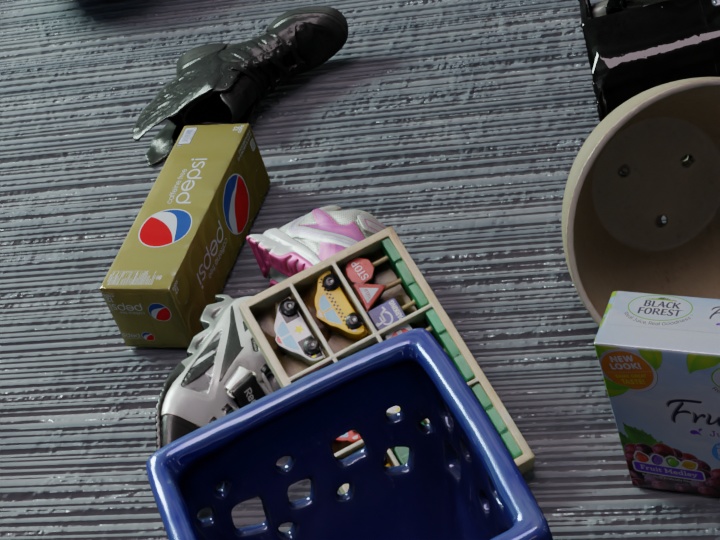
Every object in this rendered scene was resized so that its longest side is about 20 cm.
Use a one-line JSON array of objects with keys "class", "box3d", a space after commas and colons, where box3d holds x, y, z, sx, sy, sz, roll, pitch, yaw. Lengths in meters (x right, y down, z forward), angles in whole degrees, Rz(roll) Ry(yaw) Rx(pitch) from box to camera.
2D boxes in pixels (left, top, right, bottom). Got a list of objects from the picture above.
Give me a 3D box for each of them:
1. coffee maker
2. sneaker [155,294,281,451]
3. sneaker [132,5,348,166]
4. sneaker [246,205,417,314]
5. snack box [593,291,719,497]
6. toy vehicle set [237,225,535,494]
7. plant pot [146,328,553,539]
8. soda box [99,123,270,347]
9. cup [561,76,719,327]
[{"class": "coffee maker", "box3d": [0.282, -0.150, 1.434, 0.199, 0.135, 0.193, -12, 65, 11]}, {"class": "sneaker", "box3d": [-0.087, 0.089, 1.339, 0.088, 0.074, 0.200, -4, 43, 22]}, {"class": "sneaker", "box3d": [-0.104, -0.164, 1.644, 0.199, 0.060, 0.104, -16, 39, 13]}, {"class": "sneaker", "box3d": [0.000, 0.000, 1.397, 0.088, 0.082, 0.200, -38, 44, -18]}, {"class": "snack box", "box3d": [0.257, 0.084, 1.149, 0.199, 0.143, 0.053, 4, 46, 26]}, {"class": "toy vehicle set", "box3d": [0.016, 0.079, 1.277, 0.124, 0.027, 0.200, -28, 67, -9]}, {"class": "plant pot", "box3d": [0.007, 0.187, 1.109, 0.199, 0.180, 0.200, -25, 41, -6]}, {"class": "soda box", "box3d": [-0.138, -0.030, 1.497, 0.064, 0.068, 0.200, 1, 44, 22]}, {"class": "cup", "box3d": [0.226, -0.046, 1.296, 0.200, 0.201, 0.143, -21, 16, -1]}]
